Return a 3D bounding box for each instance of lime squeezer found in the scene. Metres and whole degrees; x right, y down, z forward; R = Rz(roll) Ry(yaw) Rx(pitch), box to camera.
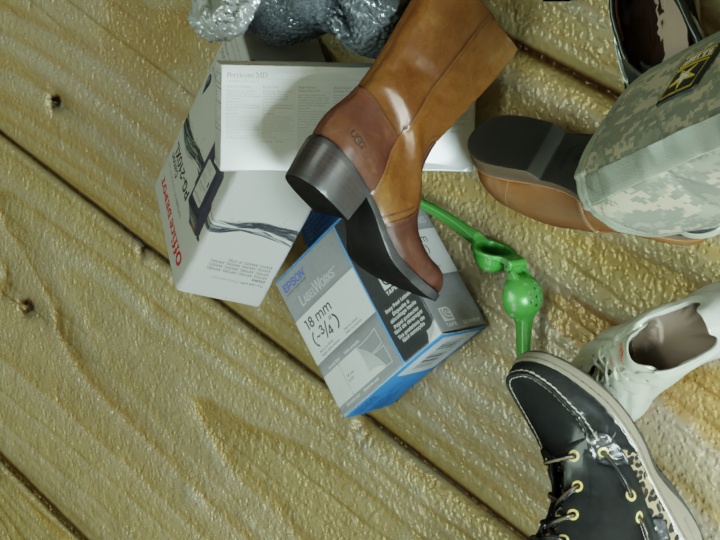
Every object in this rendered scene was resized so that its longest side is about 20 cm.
[{"bbox_3d":[0.107,0.008,1.268,0.200,0.038,0.071,62,152,17],"label":"lime squeezer"}]

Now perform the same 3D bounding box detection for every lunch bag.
[{"bbox_3d":[0.245,-0.090,0.974,0.164,0.199,0.118,-23,81,54],"label":"lunch bag"}]

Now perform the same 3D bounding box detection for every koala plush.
[{"bbox_3d":[-0.033,-0.234,1.274,0.200,0.177,0.184,-12,100,42],"label":"koala plush"}]

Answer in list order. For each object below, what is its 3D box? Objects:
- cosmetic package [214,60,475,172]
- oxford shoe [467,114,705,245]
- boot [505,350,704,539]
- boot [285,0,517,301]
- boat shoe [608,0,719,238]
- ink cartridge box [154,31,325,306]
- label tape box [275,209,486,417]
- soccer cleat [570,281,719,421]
[{"bbox_3d":[-0.012,-0.121,1.254,0.051,0.199,0.083,-127,38,-73],"label":"cosmetic package"},{"bbox_3d":[0.174,-0.055,1.176,0.200,0.071,0.071,23,149,34],"label":"oxford shoe"},{"bbox_3d":[0.140,0.172,1.137,0.200,0.151,0.073,54,150,-8],"label":"boot"},{"bbox_3d":[0.051,-0.097,1.217,0.068,0.188,0.200,16,66,52],"label":"boot"},{"bbox_3d":[0.208,-0.120,1.095,0.072,0.068,0.201,-13,82,21],"label":"boat shoe"},{"bbox_3d":[-0.098,-0.091,1.390,0.200,0.084,0.145,-59,32,34],"label":"ink cartridge box"},{"bbox_3d":[0.000,0.000,1.352,0.144,0.063,0.200,-43,67,40],"label":"label tape box"},{"bbox_3d":[0.198,0.063,1.149,0.200,0.077,0.070,-38,70,43],"label":"soccer cleat"}]
